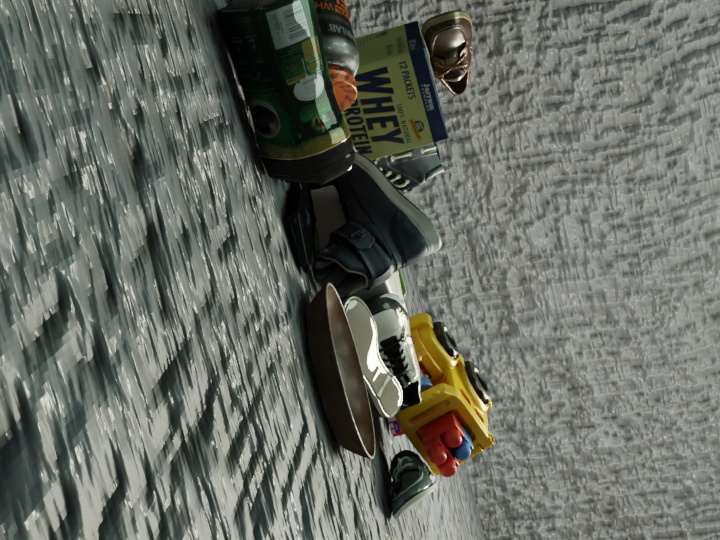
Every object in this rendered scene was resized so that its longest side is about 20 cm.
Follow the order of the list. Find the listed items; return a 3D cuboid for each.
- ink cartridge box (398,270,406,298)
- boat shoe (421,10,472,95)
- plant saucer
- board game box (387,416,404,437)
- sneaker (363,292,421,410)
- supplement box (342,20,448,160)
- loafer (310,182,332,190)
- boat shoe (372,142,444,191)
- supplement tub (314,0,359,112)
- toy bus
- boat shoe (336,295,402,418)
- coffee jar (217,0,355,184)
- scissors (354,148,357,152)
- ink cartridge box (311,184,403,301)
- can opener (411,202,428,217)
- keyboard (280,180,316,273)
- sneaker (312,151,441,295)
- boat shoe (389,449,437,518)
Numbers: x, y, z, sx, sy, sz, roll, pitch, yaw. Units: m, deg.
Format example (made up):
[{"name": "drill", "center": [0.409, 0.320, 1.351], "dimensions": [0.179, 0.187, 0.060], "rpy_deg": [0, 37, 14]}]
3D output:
[{"name": "ink cartridge box", "center": [0.013, -0.010, 1.900], "dimensions": [0.200, 0.075, 0.148], "rpy_deg": [98, -21, -79]}, {"name": "boat shoe", "center": [0.129, -0.301, 1.768], "dimensions": [0.200, 0.072, 0.072], "rpy_deg": [74, -1, -77]}, {"name": "plant saucer", "center": [-0.025, 0.114, 1.400], "dimensions": [0.200, 0.034, 0.201], "rpy_deg": [-14, 90, -84]}, {"name": "board game box", "center": [0.049, 0.146, 1.987], "dimensions": [0.200, 0.046, 0.152], "rpy_deg": [-91, 166, -68]}, {"name": "sneaker", "center": [0.044, 0.105, 1.628], "dimensions": [0.200, 0.073, 0.080], "rpy_deg": [67, -1, -50]}, {"name": "supplement box", "center": [0.009, -0.250, 1.803], "dimensions": [0.200, 0.199, 0.135], "rpy_deg": [-91, 165, -68]}, {"name": "loafer", "center": [-0.006, -0.104, 1.742], "dimensions": [0.201, 0.068, 0.071], "rpy_deg": [46, 51, -35]}, {"name": "boat shoe", "center": [0.037, -0.153, 1.883], "dimensions": [0.093, 0.199, 0.075], "rpy_deg": [66, -22, -4]}, {"name": "supplement tub", "center": [-0.073, -0.278, 1.440], "dimensions": [0.123, 0.122, 0.201], "rpy_deg": [59, 15, -71]}, {"name": "toy bus", "center": [0.099, 0.190, 1.763], "dimensions": [0.200, 0.135, 0.192], "rpy_deg": [54, 14, -25]}, {"name": "boat shoe", "center": [-0.006, 0.109, 1.560], "dimensions": [0.067, 0.057, 0.200], "rpy_deg": [-54, 137, -33]}, {"name": "coffee jar", "center": [-0.074, -0.189, 1.313], "dimensions": [0.104, 0.085, 0.201], "rpy_deg": [13, -55, 52]}, {"name": "scissors", "center": [-0.054, -0.223, 1.681], "dimensions": [0.200, 0.014, 0.073], "rpy_deg": [44, 23, -26]}, {"name": "ink cartridge box", "center": [0.000, 0.000, 1.673], "dimensions": [0.200, 0.084, 0.146], "rpy_deg": [69, 9, -51]}, {"name": "can opener", "center": [0.026, -0.121, 1.935], "dimensions": [0.200, 0.079, 0.063], "rpy_deg": [38, -16, 17]}, {"name": "keyboard", "center": [-0.074, -0.083, 1.486], "dimensions": [0.200, 0.020, 0.128], "rpy_deg": [-91, 172, -71]}, {"name": "sneaker", "center": [-0.020, -0.058, 1.541], "dimensions": [0.202, 0.146, 0.077], "rpy_deg": [44, -22, 33]}, {"name": "boat shoe", "center": [0.061, 0.286, 1.717], "dimensions": [0.062, 0.073, 0.200], "rpy_deg": [54, 5, 3]}]
